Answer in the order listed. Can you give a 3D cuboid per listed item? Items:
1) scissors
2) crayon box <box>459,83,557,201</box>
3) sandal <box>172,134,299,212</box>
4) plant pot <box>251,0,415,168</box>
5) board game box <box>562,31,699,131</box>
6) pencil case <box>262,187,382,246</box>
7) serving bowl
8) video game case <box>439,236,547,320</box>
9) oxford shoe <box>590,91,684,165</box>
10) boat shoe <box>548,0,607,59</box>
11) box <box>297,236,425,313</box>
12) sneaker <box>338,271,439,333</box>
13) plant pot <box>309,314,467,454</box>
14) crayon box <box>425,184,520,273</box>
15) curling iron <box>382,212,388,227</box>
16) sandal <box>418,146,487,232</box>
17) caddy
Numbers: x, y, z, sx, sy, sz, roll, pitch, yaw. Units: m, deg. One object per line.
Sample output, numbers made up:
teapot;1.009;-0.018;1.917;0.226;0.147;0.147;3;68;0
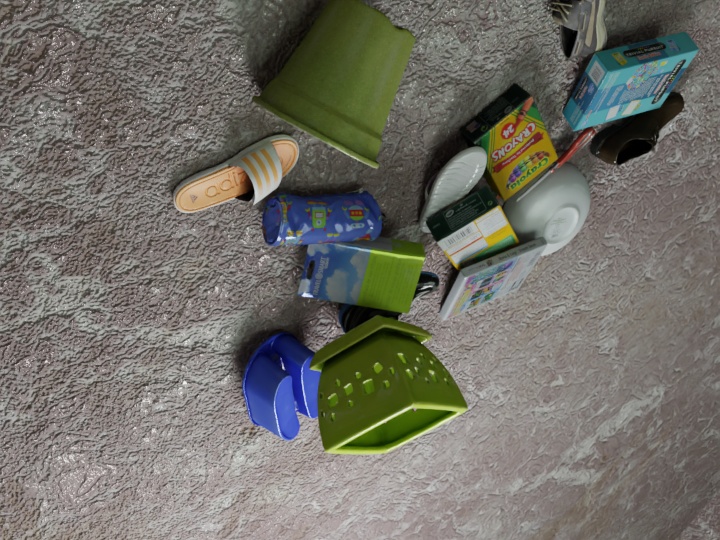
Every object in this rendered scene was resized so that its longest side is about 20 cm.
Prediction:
scissors;0.359;-0.190;1.639;0.200;0.014;0.073;-46;168;2
crayon box;0.267;-0.211;1.563;0.127;0.051;0.200;-39;138;1
sandal;-0.176;-0.127;1.332;0.205;0.059;0.080;-28;137;-11
plant pot;-0.021;-0.270;1.237;0.199;0.200;0.185;20;102;-42
board game box;0.469;-0.330;1.565;0.198;0.047;0.151;-17;154;-22
pencil case;-0.059;-0.086;1.431;0.198;0.078;0.088;-5;99;-30
serving bowl;0.363;-0.103;1.708;0.199;0.066;0.201;-18;135;-19
video game case;0.250;0.018;1.711;0.181;0.024;0.200;-21;159;-17
oxford shoe;0.537;-0.258;1.679;0.199;0.085;0.073;-37;136;-3
boat shoe;0.342;-0.415;1.422;0.073;0.075;0.201;-34;136;-5
box;0.000;0.000;1.524;0.198;0.048;0.123;9;122;-9
sneaker;0.058;0.067;1.622;0.198;0.083;0.071;-28;145;2
plant pot;0.038;0.195;1.547;0.199;0.183;0.198;-31;154;25
crayon box;0.208;-0.063;1.613;0.125;0.052;0.200;-31;150;8
curling iron;0.044;-0.032;1.583;0.049;0.026;0.201;-30;137;-6
sandal;0.146;-0.145;1.541;0.082;0.050;0.203;-2;141;-31
caddy;-0.142;0.206;1.609;0.141;0.105;0.201;-38;140;-33
